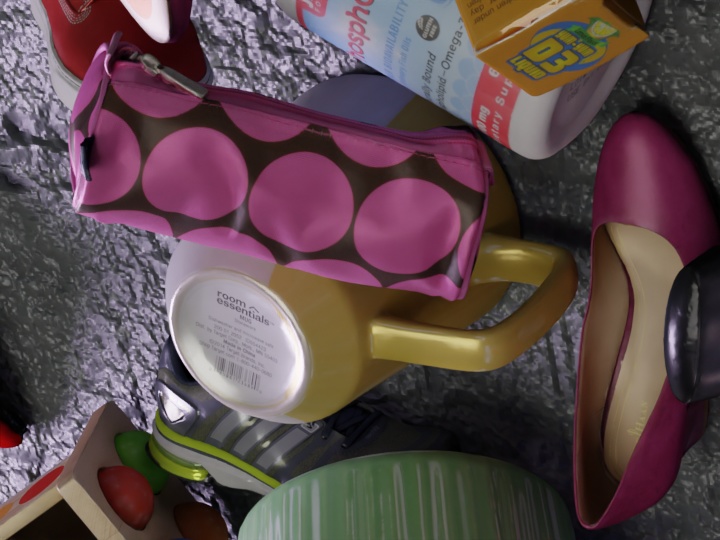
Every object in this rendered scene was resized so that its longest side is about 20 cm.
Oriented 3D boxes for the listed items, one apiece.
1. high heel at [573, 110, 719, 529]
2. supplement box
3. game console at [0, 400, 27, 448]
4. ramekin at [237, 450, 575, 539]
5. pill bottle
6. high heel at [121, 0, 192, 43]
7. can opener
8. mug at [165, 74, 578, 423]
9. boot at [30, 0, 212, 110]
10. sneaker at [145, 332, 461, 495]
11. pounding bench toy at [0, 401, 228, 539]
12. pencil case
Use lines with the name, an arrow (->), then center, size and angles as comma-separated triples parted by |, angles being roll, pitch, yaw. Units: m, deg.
high heel -> 0.131, 0.027, 1.431 | 0.067, 0.096, 0.200 | 8, 122, 34
supplement box -> 0.057, -0.179, 1.293 | 0.069, 0.067, 0.200 | -31, 62, 19
game console -> -0.301, 0.014, 1.792 | 0.200, 0.119, 0.172 | 4, 151, 35
ramekin -> 0.026, 0.175, 1.545 | 0.199, 0.098, 0.200 | -3, 149, -2
pill bottle -> 0.029, -0.144, 1.384 | 0.200, 0.109, 0.109 | 31, 132, 16
high heel -> -0.087, -0.212, 1.401 | 0.067, 0.096, 0.201 | -15, 91, 56
can opener -> 0.194, -0.026, 1.377 | 0.063, 0.079, 0.200 | 26, 122, 30
mug -> -0.008, -0.006, 1.472 | 0.186, 0.153, 0.150 | -23, 103, 42
boot -> -0.126, -0.165, 1.456 | 0.200, 0.072, 0.145 | -125, 30, -53
sneaker -> -0.036, 0.081, 1.609 | 0.200, 0.074, 0.081 | 9, 119, 29
pounding bench toy -> -0.156, 0.162, 1.719 | 0.156, 0.200, 0.124 | -37, 101, 14
pencil case -> -0.035, -0.048, 1.367 | 0.199, 0.091, 0.094 | 12, 122, -11
